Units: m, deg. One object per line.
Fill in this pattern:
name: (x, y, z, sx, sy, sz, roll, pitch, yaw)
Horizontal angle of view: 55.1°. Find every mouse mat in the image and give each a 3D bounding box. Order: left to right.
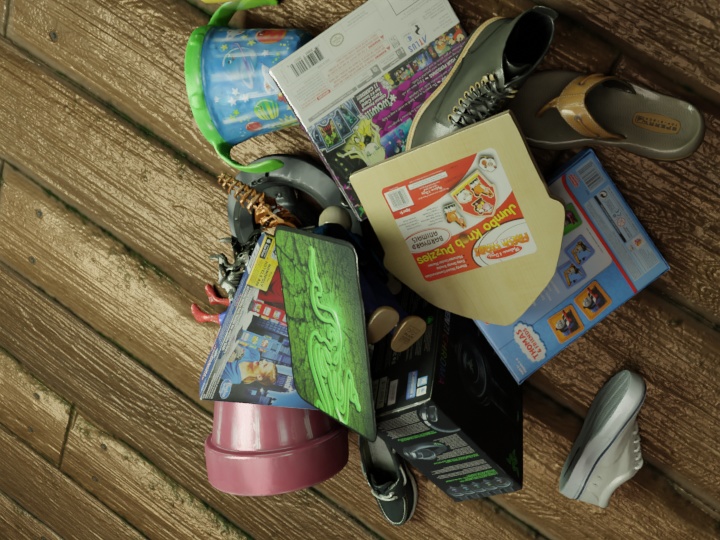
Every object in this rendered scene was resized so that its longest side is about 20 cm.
mouse mat: (-0.038, 0.060, 0.705, 0.159, 0.007, 0.205, 15, 117, 53)

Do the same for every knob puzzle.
knob puzzle: (0.107, -0.036, 0.672, 0.214, 0.031, 0.224, 12, 125, 18)

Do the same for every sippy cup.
sippy cup: (-0.112, -0.215, 0.789, 0.127, 0.141, 0.182, -3, 121, 15)

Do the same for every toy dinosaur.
toy dinosaur: (-0.106, -0.030, 0.852, 0.134, 0.102, 0.203, -29, 88, 21)

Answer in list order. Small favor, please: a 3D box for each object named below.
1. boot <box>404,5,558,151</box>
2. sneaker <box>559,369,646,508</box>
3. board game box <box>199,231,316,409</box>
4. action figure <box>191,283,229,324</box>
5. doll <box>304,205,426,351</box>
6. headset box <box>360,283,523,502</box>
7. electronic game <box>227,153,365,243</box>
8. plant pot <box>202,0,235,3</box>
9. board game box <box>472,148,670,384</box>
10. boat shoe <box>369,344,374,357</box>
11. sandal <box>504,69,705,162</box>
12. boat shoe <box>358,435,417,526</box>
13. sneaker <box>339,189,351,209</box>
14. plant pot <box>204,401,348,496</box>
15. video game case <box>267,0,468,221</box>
boot: (0.104, -0.149, 0.647, 0.076, 0.138, 0.204, 21, 97, -10)
sneaker: (0.300, 0.201, 0.815, 0.069, 0.074, 0.203, 17, 128, 7)
board game box: (-0.063, 0.082, 0.816, 0.196, 0.062, 0.204, 22, 98, -19)
action figure: (-0.143, 0.051, 0.953, 0.195, 0.066, 0.053, 5, 129, 25)
doll: (0.000, 0.000, 0.738, 0.049, 0.135, 0.201, -51, 43, 20)
headset box: (0.104, 0.135, 0.777, 0.091, 0.177, 0.200, -22, 127, 32)
electronic game: (-0.085, -0.054, 0.892, 0.195, 0.042, 0.204, 12, 124, 18)
plant pot: (-0.084, -0.367, 0.669, 0.173, 0.200, 0.204, -9, 109, 35)
board game box: (0.200, -0.003, 0.729, 0.199, 0.037, 0.152, -38, 97, 4)
boat shoe: (0.020, 0.112, 0.899, 0.196, 0.075, 0.067, 30, 112, 1)
sandal: (0.233, -0.153, 0.671, 0.196, 0.055, 0.084, 17, 88, 17)
boat shoe: (0.033, 0.285, 0.978, 0.074, 0.060, 0.205, -4, 110, 26)
sneaker: (0.013, -0.162, 0.773, 0.070, 0.080, 0.205, 15, 118, 18)
plant pot: (-0.119, 0.179, 0.937, 0.195, 0.199, 0.184, -4, 96, 26)
video game case: (0.032, -0.184, 0.723, 0.198, 0.036, 0.183, -34, 98, 0)
